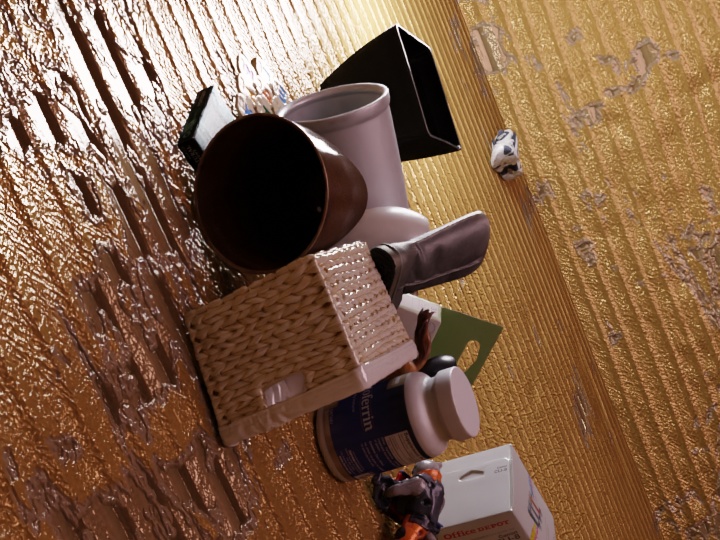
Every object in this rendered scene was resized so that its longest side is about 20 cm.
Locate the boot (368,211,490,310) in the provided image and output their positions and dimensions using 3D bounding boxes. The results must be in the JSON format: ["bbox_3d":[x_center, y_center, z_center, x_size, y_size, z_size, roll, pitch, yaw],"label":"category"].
[{"bbox_3d":[0.072,0.015,1.429,0.072,0.183,0.199,41,36,20],"label":"boot"}]

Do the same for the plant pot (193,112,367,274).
[{"bbox_3d":[-0.076,-0.094,1.376,0.199,0.185,0.189,-6,77,-64],"label":"plant pot"}]

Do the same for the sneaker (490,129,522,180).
[{"bbox_3d":[0.398,-0.346,3.075,0.199,0.079,0.131,30,43,-62],"label":"sneaker"}]

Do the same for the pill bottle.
[{"bbox_3d":[0.050,0.202,1.466,0.116,0.198,0.117,53,26,-40],"label":"pill bottle"}]

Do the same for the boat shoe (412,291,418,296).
[{"bbox_3d":[0.023,-0.015,1.798,0.073,0.065,0.201,-10,61,-31],"label":"boat shoe"}]

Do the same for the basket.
[{"bbox_3d":[-0.070,0.079,1.273,0.162,0.197,0.200,66,21,1],"label":"basket"}]

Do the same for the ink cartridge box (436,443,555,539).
[{"bbox_3d":[0.220,0.414,1.805,0.201,0.144,0.145,58,24,-30],"label":"ink cartridge box"}]

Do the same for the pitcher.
[{"bbox_3d":[0.000,0.000,1.498,0.122,0.197,0.173,88,-4,-61],"label":"pitcher"}]

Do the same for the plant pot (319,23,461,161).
[{"bbox_3d":[0.045,-0.286,1.934,0.200,0.176,0.202,3,69,-68],"label":"plant pot"}]

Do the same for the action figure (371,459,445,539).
[{"bbox_3d":[0.097,0.368,1.588,0.200,0.104,0.196,37,49,-49],"label":"action figure"}]

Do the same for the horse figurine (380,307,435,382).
[{"bbox_3d":[0.029,0.117,1.527,0.050,0.199,0.134,-33,99,-50],"label":"horse figurine"}]

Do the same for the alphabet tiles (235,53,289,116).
[{"bbox_3d":[-0.134,-0.218,1.633,0.196,0.014,0.202,48,30,-47],"label":"alphabet tiles"}]

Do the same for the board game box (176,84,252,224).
[{"bbox_3d":[-0.164,-0.127,1.448,0.201,0.028,0.136,58,23,-31],"label":"board game box"}]

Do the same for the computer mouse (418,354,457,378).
[{"bbox_3d":[0.061,0.161,1.561,0.034,0.199,0.059,48,42,-12],"label":"computer mouse"}]

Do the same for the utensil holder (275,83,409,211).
[{"bbox_3d":[-0.022,-0.150,1.608,0.170,0.168,0.202,-66,146,-63],"label":"utensil holder"}]

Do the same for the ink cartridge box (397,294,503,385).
[{"bbox_3d":[0.090,0.114,1.597,0.198,0.146,0.048,20,33,-7],"label":"ink cartridge box"}]
